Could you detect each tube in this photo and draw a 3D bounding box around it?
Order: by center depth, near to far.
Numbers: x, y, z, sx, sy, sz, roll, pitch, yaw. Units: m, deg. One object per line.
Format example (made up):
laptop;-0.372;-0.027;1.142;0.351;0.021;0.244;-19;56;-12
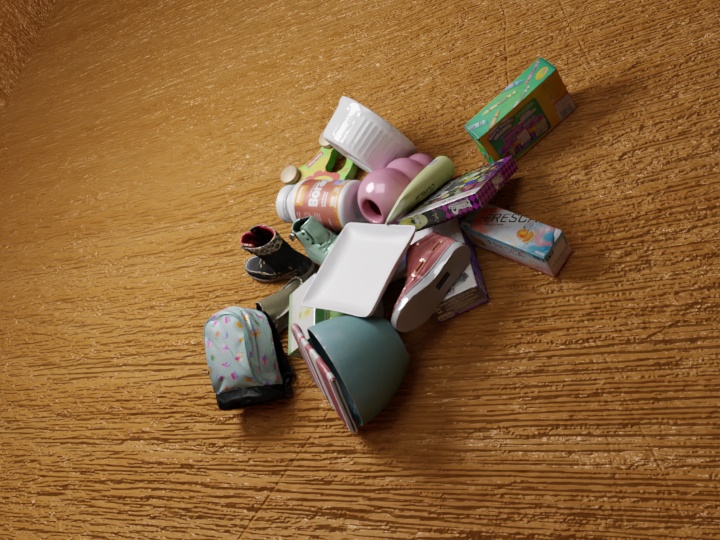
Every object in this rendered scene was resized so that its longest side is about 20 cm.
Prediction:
tube;0.115;-0.157;1.554;0.052;0.058;0.200;8;35;36

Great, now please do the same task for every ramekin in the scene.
ramekin;0.015;-0.277;1.732;0.098;0.200;0.200;-55;45;1

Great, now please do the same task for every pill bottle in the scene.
pill bottle;-0.081;-0.140;1.724;0.199;0.112;0.113;6;65;37

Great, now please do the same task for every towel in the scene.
towel;-0.066;0.197;1.488;0.023;0.145;0.200;-29;35;-12

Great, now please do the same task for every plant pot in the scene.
plant pot;0.009;0.159;1.455;0.134;0.201;0.200;-30;44;-11

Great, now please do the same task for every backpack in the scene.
backpack;-0.236;0.173;1.624;0.166;0.126;0.202;-14;80;23

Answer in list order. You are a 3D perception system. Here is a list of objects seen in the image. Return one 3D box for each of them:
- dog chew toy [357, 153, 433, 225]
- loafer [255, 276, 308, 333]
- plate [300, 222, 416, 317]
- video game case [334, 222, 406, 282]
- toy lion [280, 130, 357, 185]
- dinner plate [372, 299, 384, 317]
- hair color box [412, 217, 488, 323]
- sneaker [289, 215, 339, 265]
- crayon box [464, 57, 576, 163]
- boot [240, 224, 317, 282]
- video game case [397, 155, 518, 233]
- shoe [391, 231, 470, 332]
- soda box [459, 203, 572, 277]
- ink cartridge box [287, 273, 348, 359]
dog chew toy;0.087;-0.173;1.646;0.124;0.125;0.200;17;45;42
loafer;-0.184;0.088;1.716;0.200;0.070;0.075;-48;45;0
plate;0.000;0.000;1.512;0.199;0.032;0.201;7;60;47
video game case;0.011;-0.032;1.668;0.181;0.023;0.201;-24;43;19
toy lion;-0.083;-0.202;1.851;0.200;0.069;0.192;-43;52;4
dinner plate;-0.042;0.103;1.634;0.199;0.024;0.201;-20;50;26
hair color box;0.164;-0.012;1.529;0.109;0.065;0.201;-26;47;20
sneaker;-0.064;-0.052;1.635;0.200;0.118;0.074;15;63;44
crayon box;0.314;-0.302;1.573;0.200;0.119;0.058;-41;45;6
boot;-0.209;-0.036;1.761;0.199;0.151;0.074;6;64;39
video game case;0.187;-0.144;1.530;0.180;0.036;0.200;-18;16;38
shoe;0.108;0.018;1.461;0.200;0.072;0.091;-50;42;-9
soda box;0.281;-0.061;1.465;0.199;0.068;0.064;26;75;42
ink cartridge box;-0.074;0.071;1.590;0.200;0.048;0.146;-40;40;43
